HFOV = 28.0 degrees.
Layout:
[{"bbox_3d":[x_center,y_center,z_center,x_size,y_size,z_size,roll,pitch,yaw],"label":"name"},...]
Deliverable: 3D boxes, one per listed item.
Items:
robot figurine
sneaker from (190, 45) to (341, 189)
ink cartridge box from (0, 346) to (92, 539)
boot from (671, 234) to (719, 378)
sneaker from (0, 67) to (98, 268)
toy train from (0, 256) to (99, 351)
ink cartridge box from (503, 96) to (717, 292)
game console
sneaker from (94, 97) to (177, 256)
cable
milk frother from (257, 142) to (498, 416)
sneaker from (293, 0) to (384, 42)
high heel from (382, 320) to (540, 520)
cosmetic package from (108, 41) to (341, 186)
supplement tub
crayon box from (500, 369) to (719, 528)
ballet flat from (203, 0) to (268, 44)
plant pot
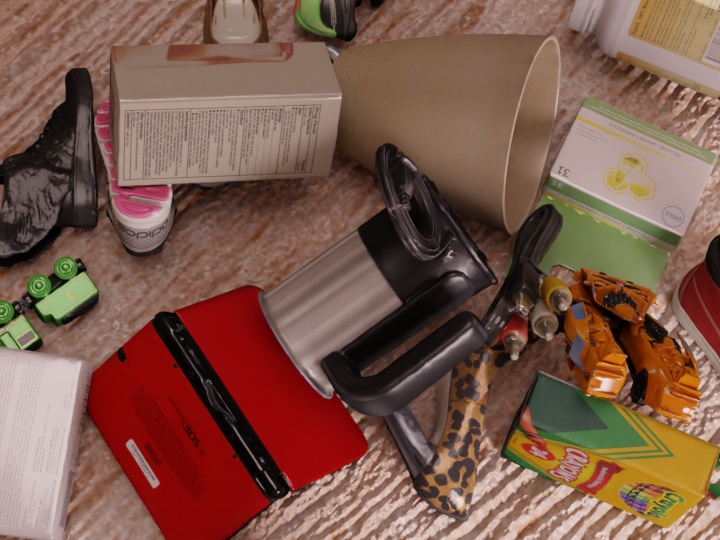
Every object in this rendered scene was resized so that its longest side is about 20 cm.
[{"bbox_3d":[0.232,0.060,1.277,0.144,0.059,0.200,17,24,-10],"label":"robot figurine"},{"bbox_3d":[-0.095,-0.155,1.410,0.200,0.073,0.072,-39,76,-16],"label":"sneaker"},{"bbox_3d":[-0.348,0.144,1.268,0.198,0.050,0.162,8,77,2],"label":"ink cartridge box"},{"bbox_3d":[0.373,0.063,1.306,0.072,0.144,0.200,-34,74,-18],"label":"boot"},{"bbox_3d":[-0.305,-0.102,1.380,0.103,0.060,0.201,-3,70,-10],"label":"sneaker"},{"bbox_3d":[-0.327,0.060,1.323,0.200,0.042,0.057,-37,84,-17],"label":"toy train"},{"bbox_3d":[0.243,-0.055,1.401,0.145,0.048,0.201,25,65,7],"label":"ink cartridge box"},{"bbox_3d":[-0.125,0.137,1.313,0.172,0.119,0.200,-41,72,14],"label":"game console"},{"bbox_3d":[-0.214,-0.090,1.376,0.073,0.088,0.201,-4,44,-11],"label":"sneaker"},{"bbox_3d":[0.153,0.014,1.307,0.050,0.097,0.200,41,26,-9],"label":"cable"},{"bbox_3d":[0.000,0.000,1.240,0.188,0.200,0.181,-35,30,6],"label":"milk frother"},{"bbox_3d":[0.000,-0.318,1.493,0.083,0.077,0.201,29,70,-10],"label":"sneaker"},{"bbox_3d":[0.120,0.128,1.313,0.199,0.071,0.143,-27,82,-16],"label":"high heel"},{"bbox_3d":[-0.125,-0.144,1.309,0.198,0.104,0.088,-2,45,-15],"label":"cosmetic package"},{"bbox_3d":[0.321,-0.264,1.441,0.199,0.145,0.145,23,67,6],"label":"supplement tub"},{"bbox_3d":[0.229,0.165,1.263,0.199,0.127,0.051,22,68,7],"label":"crayon box"},{"bbox_3d":[-0.125,-0.277,1.458,0.067,0.072,0.201,1,67,-3],"label":"ballet flat"},{"bbox_3d":[0.070,-0.146,1.374,0.199,0.188,0.188,13,66,18],"label":"plant pot"}]
